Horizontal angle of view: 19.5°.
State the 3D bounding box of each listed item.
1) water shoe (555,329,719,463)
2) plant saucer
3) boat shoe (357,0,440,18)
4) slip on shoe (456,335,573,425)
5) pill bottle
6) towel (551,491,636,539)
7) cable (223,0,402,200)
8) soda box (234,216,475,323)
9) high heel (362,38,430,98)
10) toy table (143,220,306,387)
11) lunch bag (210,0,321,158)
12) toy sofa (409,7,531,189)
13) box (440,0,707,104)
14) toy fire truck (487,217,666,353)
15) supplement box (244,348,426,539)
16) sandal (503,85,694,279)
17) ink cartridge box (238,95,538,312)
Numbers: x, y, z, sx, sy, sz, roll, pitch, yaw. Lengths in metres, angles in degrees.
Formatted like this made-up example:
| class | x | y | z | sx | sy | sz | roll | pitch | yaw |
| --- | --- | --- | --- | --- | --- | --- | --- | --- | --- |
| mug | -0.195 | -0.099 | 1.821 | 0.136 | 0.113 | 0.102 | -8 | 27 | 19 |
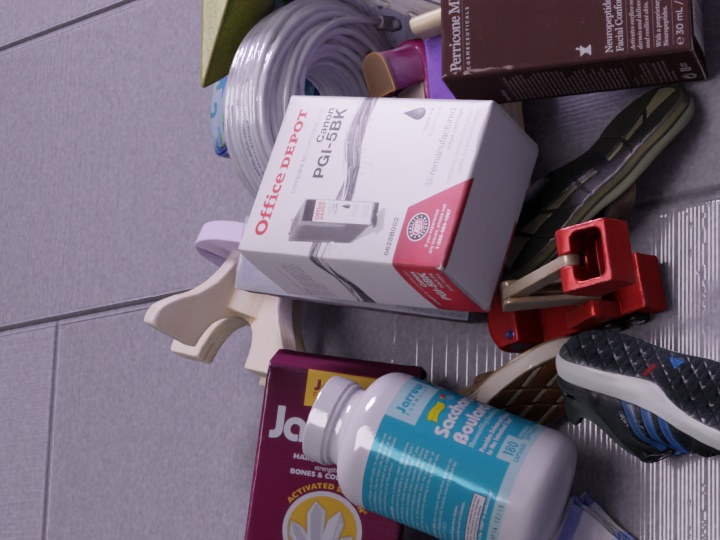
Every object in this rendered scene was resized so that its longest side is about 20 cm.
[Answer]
| class | x | y | z | sx | sy | sz | roll | pitch | yaw |
| --- | --- | --- | --- | --- | --- | --- | --- | --- | --- |
| water shoe | 0.235 | 0.107 | 1.565 | 0.200 | 0.071 | 0.079 | 26 | 137 | 39 |
| plant saucer | -0.099 | -0.291 | 1.834 | 0.200 | 0.048 | 0.200 | 116 | 157 | -55 |
| boat shoe | 0.016 | -0.257 | 1.825 | 0.200 | 0.074 | 0.065 | 27 | 140 | 17 |
| slip on shoe | 0.113 | 0.104 | 1.694 | 0.200 | 0.076 | 0.061 | -49 | 36 | 38 |
| pill bottle | 0.058 | 0.147 | 1.621 | 0.199 | 0.111 | 0.111 | 20 | 97 | 17 |
| towel | 0.192 | 0.281 | 1.593 | 0.200 | 0.024 | 0.147 | 43 | 114 | 45 |
| cable | -0.036 | -0.137 | 1.818 | 0.069 | 0.200 | 0.201 | -4 | 77 | 41 |
| soda box | 0.000 | 0.000 | 1.754 | 0.199 | 0.068 | 0.064 | 8 | 87 | 8 |
| high heel | 0.068 | -0.104 | 1.824 | 0.067 | 0.096 | 0.201 | -27 | 82 | 45 |
| toy table | -0.096 | 0.034 | 1.877 | 0.200 | 0.183 | 0.117 | -3 | 62 | 66 |
| lunch bag | -0.078 | -0.201 | 1.942 | 0.161 | 0.082 | 0.201 | 158 | 119 | -70 |
| toy sofa | 0.090 | -0.127 | 1.740 | 0.083 | 0.097 | 0.201 | -17 | 69 | 32 |
| box | 0.165 | -0.194 | 1.634 | 0.199 | 0.075 | 0.101 | -6 | 73 | 18 |
| toy fire truck | 0.156 | 0.017 | 1.605 | 0.200 | 0.141 | 0.049 | -23 | 69 | 43 |
| supplement box | -0.022 | 0.176 | 1.745 | 0.103 | 0.130 | 0.201 | -46 | -37 | -84 |
| sandal | 0.190 | -0.060 | 1.641 | 0.201 | 0.057 | 0.080 | -41 | 30 | 11 |
| ink cartridge box | 0.020 | -0.055 | 1.641 | 0.199 | 0.083 | 0.147 | 4 | 68 | 36 |
